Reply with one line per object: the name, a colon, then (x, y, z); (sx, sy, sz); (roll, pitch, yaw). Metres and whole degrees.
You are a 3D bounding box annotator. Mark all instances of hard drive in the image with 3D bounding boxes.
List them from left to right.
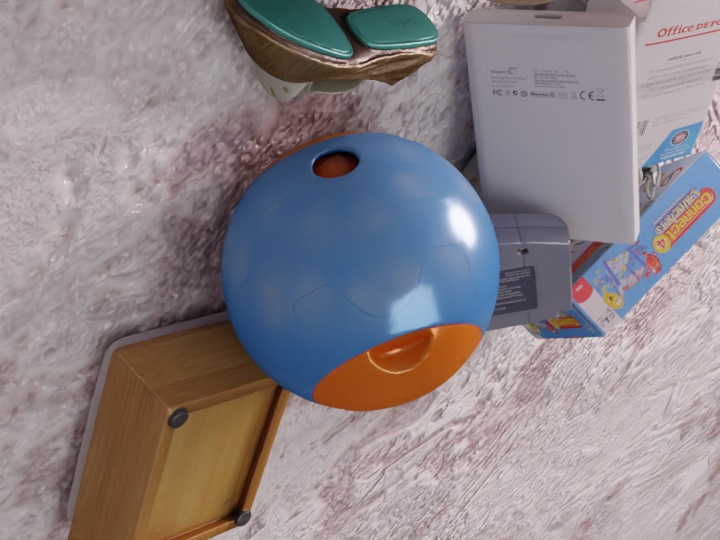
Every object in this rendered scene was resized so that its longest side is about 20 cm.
hard drive: (0.157, -0.114, 1.015); (0.026, 0.132, 0.200); (-59, 148, -45)

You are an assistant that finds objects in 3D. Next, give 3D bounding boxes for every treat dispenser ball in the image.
treat dispenser ball: (0.000, 0.000, 0.903); (0.201, 0.201, 0.201); (-32, 144, -27)

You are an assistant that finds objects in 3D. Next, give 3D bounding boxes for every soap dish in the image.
soap dish: (-0.138, 0.135, 0.983); (0.157, 0.081, 0.200); (-13, 132, -44)

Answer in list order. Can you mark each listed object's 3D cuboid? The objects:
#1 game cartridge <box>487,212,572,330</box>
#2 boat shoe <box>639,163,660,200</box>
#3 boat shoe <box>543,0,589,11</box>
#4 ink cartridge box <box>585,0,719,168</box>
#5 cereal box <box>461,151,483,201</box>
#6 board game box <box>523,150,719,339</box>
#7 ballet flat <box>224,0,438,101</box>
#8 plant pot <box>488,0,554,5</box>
game cartridge: (0.081, 0.008, 1.076); (0.200, 0.041, 0.133); (-9, 148, 4)
boat shoe: (0.239, -0.096, 1.136); (0.202, 0.086, 0.075); (-34, 143, -29)
boat shoe: (0.217, -0.204, 1.099); (0.072, 0.070, 0.201); (-49, 146, 18)
ink cartridge box: (0.239, -0.180, 1.026); (0.116, 0.068, 0.200); (-16, 139, -26)
cereal box: (0.138, -0.069, 1.157); (0.200, 0.040, 0.144); (-52, 149, 3)
board game box: (0.253, -0.019, 1.241); (0.200, 0.056, 0.196); (-44, -175, -9)
ballet flat: (-0.027, -0.149, 0.857); (0.200, 0.068, 0.072); (-12, 151, -51)
plant pot: (0.145, -0.284, 0.838); (0.200, 0.186, 0.187); (-30, 146, -55)
